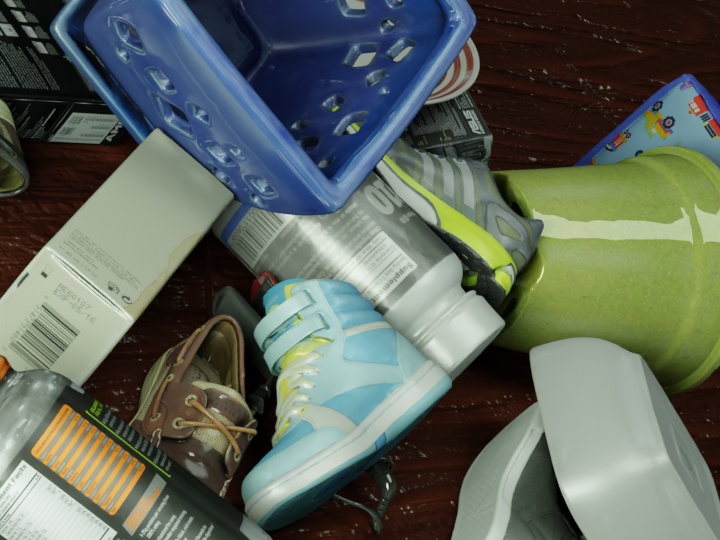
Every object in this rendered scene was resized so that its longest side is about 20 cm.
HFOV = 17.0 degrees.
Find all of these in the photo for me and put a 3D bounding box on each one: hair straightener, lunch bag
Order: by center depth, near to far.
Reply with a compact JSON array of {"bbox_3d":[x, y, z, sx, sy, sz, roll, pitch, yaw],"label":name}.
[{"bbox_3d":[-0.045,0.093,1.615,0.077,0.041,0.200,-18,68,-37],"label":"hair straightener"},{"bbox_3d":[0.257,-0.057,2.022,0.094,0.200,0.151,11,41,-44],"label":"lunch bag"}]

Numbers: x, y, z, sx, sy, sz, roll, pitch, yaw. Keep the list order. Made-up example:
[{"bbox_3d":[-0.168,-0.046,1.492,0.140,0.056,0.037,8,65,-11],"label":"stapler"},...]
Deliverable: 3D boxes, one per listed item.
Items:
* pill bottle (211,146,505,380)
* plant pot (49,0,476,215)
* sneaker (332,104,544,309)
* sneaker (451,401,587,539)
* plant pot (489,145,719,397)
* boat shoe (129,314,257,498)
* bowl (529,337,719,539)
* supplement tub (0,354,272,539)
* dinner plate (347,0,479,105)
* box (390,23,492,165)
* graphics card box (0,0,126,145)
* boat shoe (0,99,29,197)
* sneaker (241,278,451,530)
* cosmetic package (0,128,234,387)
[{"bbox_3d":[0.000,0.000,1.706,0.200,0.114,0.114,45,28,6],"label":"pill bottle"},{"bbox_3d":[-0.076,-0.162,1.603,0.200,0.179,0.200,51,57,-25],"label":"plant pot"},{"bbox_3d":[0.048,-0.059,1.770,0.200,0.074,0.081,43,55,9],"label":"sneaker"},{"bbox_3d":[0.124,0.175,1.674,0.099,0.071,0.200,41,31,-11],"label":"sneaker"},{"bbox_3d":[0.169,-0.005,1.875,0.184,0.201,0.201,5,44,-34],"label":"plant pot"},{"bbox_3d":[-0.101,0.096,1.484,0.072,0.072,0.200,34,29,-14],"label":"boat shoe"},{"bbox_3d":[0.202,0.152,1.712,0.200,0.074,0.200,57,14,-29],"label":"bowl"},{"bbox_3d":[-0.154,0.138,1.305,0.200,0.123,0.123,39,28,-6],"label":"supplement tub"},{"bbox_3d":[-0.006,-0.176,1.845,0.199,0.024,0.200,13,32,-8],"label":"dinner plate"},{"bbox_3d":[-0.005,-0.142,1.889,0.157,0.050,0.200,-12,50,-17],"label":"box"},{"bbox_3d":[-0.253,-0.148,1.661,0.200,0.051,0.126,-4,51,-53],"label":"graphics card box"},{"bbox_3d":[-0.281,-0.082,1.507,0.200,0.073,0.065,0,43,-52],"label":"boat shoe"},{"bbox_3d":[-0.041,0.078,1.549,0.131,0.080,0.200,49,38,6],"label":"sneaker"},{"bbox_3d":[-0.162,0.000,1.513,0.073,0.104,0.200,40,29,-3],"label":"cosmetic package"}]
